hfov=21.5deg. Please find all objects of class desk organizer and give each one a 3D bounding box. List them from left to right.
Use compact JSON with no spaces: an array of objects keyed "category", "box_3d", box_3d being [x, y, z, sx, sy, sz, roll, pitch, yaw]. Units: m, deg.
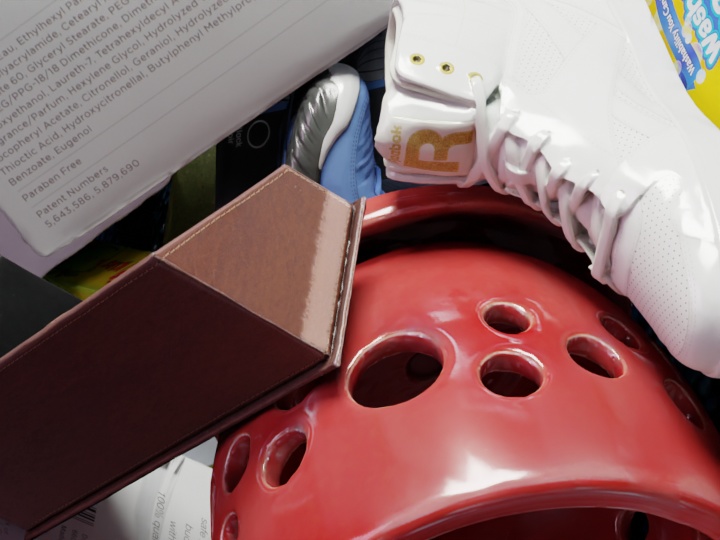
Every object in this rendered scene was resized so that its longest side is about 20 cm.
[{"category":"desk organizer","box_3d":[-0.093,0.025,0.693,0.200,0.077,0.072,-31,38,42]}]

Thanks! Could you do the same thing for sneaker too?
[{"category":"sneaker","box_3d":[0.000,0.000,0.854,0.076,0.077,0.201,-95,3,-61]},{"category":"sneaker","box_3d":[0.064,-0.032,0.670,0.200,0.115,0.074,-108,18,-48]}]

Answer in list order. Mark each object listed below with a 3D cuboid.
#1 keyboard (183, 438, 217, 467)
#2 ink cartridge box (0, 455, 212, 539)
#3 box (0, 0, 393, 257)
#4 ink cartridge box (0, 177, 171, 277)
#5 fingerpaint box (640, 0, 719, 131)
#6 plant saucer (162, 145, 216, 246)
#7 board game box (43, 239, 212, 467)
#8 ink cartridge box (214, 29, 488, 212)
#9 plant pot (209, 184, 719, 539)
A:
[{"category":"keyboard","box_3d":[-0.009,0.044,0.829,0.199,0.056,0.011,-16,30,13]},{"category":"ink cartridge box","box_3d":[-0.118,0.148,0.810,0.086,0.200,0.147,-33,39,39]},{"category":"box","box_3d":[-0.102,-0.143,0.863,0.200,0.131,0.199,-33,25,10]},{"category":"ink cartridge box","box_3d":[-0.192,-0.058,1.113,0.145,0.084,0.200,-38,13,-5]},{"category":"fingerpaint box","box_3d":[0.185,-0.098,0.655,0.167,0.073,0.201,-46,43,40]},{"category":"plant saucer","box_3d":[-0.030,-0.090,1.016,0.199,0.048,0.201,-6,74,57]},{"category":"board game box","box_3d":[-0.110,0.045,1.045,0.200,0.048,0.102,10,126,58]},{"category":"ink cartridge box","box_3d":[0.017,-0.084,0.883,0.199,0.039,0.100,-10,72,34]},{"category":"plant pot","box_3d":[0.033,0.080,0.713,0.201,0.200,0.183,-55,36,31]}]
